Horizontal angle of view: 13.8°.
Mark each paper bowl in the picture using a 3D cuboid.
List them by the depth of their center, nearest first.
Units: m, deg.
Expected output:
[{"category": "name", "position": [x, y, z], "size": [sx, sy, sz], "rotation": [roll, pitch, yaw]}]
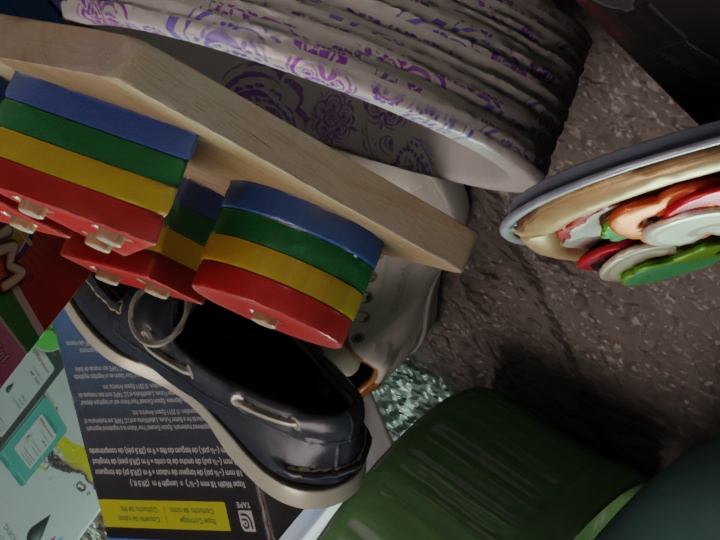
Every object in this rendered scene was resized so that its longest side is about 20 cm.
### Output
[{"category": "paper bowl", "position": [-0.007, -0.110, 1.151], "size": [0.200, 0.105, 0.201], "rotation": [19, 174, 2]}]

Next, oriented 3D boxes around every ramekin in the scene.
[{"category": "ramekin", "position": [0.044, 0.153, 1.442], "size": [0.098, 0.200, 0.200], "rotation": [37, 153, 16]}]

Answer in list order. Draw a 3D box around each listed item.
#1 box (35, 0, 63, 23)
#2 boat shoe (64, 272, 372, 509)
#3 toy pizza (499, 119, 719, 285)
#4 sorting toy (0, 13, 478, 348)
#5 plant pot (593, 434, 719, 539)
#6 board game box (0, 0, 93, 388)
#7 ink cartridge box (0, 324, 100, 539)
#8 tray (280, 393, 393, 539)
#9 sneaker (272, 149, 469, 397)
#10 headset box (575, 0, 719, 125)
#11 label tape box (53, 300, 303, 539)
[{"category": "box", "position": [-0.124, -0.104, 1.389], "size": [0.158, 0.051, 0.200], "rotation": [46, 151, -18]}, {"category": "boat shoe", "position": [-0.070, 0.028, 1.357], "size": [0.200, 0.075, 0.062], "rotation": [45, 143, 32]}, {"category": "toy pizza", "position": [0.150, -0.027, 1.081], "size": [0.200, 0.199, 0.032], "rotation": [-26, 73, 59]}, {"category": "sorting toy", "position": [-0.090, -0.034, 1.227], "size": [0.200, 0.070, 0.198], "rotation": [29, 170, -40]}, {"category": "plant pot", "position": [0.188, 0.157, 1.295], "size": [0.200, 0.201, 0.161], "rotation": [32, 140, 7]}, {"category": "board game box", "position": [-0.189, -0.032, 1.304], "size": [0.040, 0.200, 0.153], "rotation": [-5, 132, 50]}, {"category": "ink cartridge box", "position": [-0.225, 0.077, 1.613], "size": [0.146, 0.200, 0.147], "rotation": [9, 141, 39]}, {"category": "tray", "position": [-0.030, 0.101, 1.565], "size": [0.108, 0.022, 0.200], "rotation": [67, 156, 16]}, {"category": "sneaker", "position": [0.000, 0.000, 1.373], "size": [0.073, 0.085, 0.200], "rotation": [28, 149, 20]}, {"category": "headset box", "position": [0.135, -0.134, 1.032], "size": [0.200, 0.077, 0.149], "rotation": [45, 151, -12]}, {"category": "label tape box", "position": [-0.080, 0.072, 1.498], "size": [0.144, 0.063, 0.201], "rotation": [-4, 102, 50]}]
